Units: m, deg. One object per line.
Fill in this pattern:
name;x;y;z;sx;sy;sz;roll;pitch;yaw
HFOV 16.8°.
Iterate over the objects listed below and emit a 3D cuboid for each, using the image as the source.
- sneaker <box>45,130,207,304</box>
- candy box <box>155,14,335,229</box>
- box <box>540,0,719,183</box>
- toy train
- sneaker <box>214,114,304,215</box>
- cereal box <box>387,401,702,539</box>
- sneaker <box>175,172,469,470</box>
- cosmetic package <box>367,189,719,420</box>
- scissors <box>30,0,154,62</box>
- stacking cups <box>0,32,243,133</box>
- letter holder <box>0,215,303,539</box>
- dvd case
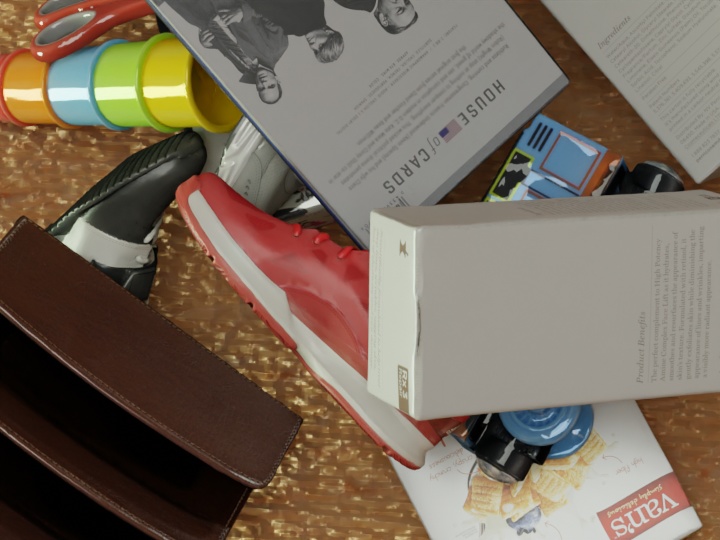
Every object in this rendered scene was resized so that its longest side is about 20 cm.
sneaker;-0.147;-0.001;1.426;0.200;0.074;0.089;-39;97;25
candy box;-0.044;-0.126;1.443;0.136;0.061;0.201;-15;80;5
box;0.178;-0.159;1.374;0.097;0.124;0.200;-44;79;24
toy train;0.101;0.016;1.358;0.114;0.087;0.201;29;86;17
sneaker;-0.005;-0.088;1.368;0.092;0.076;0.200;37;89;5
cereal box;0.089;0.095;1.406;0.143;0.040;0.201;-29;79;0
sneaker;0.000;0.000;1.315;0.115;0.078;0.200;-42;89;-2
cosmetic package;0.106;0.015;1.254;0.199;0.074;0.102;-2;100;-21
scissors;-0.107;-0.164;1.397;0.199;0.073;0.014;-16;120;22
stacking cups;-0.156;-0.106;1.415;0.199;0.060;0.061;0;81;36
letter holder;-0.155;0.091;1.350;0.200;0.142;0.101;36;121;-4
dvd case;-0.002;-0.128;1.320;0.150;0.025;0.200;-42;107;-2
